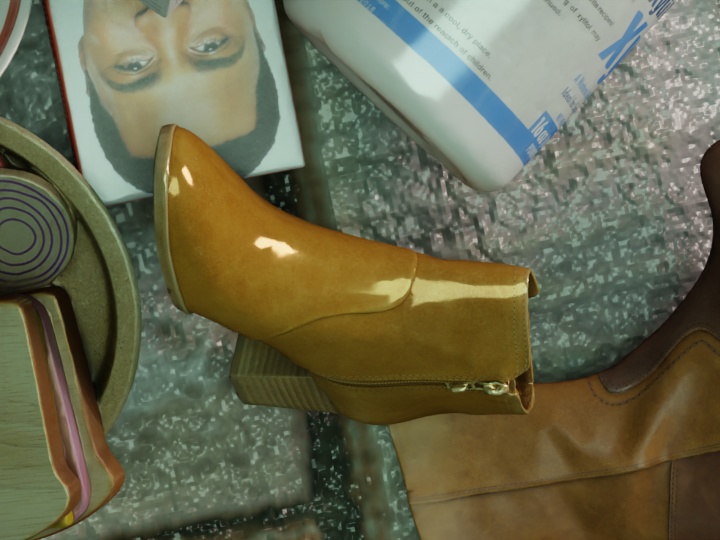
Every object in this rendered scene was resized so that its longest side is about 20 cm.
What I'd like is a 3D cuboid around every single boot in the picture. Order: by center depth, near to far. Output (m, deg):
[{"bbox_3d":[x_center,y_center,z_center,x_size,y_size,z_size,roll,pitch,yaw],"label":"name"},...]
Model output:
[{"bbox_3d":[0.000,0.001,1.220,0.144,0.201,0.071,-2,57,15],"label":"boot"},{"bbox_3d":[0.109,0.045,1.306,0.199,0.068,0.189,-10,100,12],"label":"boot"}]

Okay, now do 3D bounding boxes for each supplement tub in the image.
[{"bbox_3d":[0.075,-0.146,1.240,0.132,0.132,0.200,43,91,-10],"label":"supplement tub"}]

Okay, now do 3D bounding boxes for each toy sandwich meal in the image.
[{"bbox_3d":[-0.187,0.028,1.230,0.205,0.070,0.206,4,109,11],"label":"toy sandwich meal"}]

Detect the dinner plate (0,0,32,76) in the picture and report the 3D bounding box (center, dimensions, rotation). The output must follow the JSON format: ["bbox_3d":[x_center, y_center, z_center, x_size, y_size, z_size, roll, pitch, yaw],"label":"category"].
[{"bbox_3d":[-0.234,-0.123,1.177,0.200,0.024,0.201,4,63,-7],"label":"dinner plate"}]

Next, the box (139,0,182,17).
[{"bbox_3d":[-0.147,-0.180,1.185,0.200,0.041,0.039,34,62,9],"label":"box"}]

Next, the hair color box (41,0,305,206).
[{"bbox_3d":[-0.092,-0.135,1.255,0.101,0.061,0.201,-12,98,-7],"label":"hair color box"}]
